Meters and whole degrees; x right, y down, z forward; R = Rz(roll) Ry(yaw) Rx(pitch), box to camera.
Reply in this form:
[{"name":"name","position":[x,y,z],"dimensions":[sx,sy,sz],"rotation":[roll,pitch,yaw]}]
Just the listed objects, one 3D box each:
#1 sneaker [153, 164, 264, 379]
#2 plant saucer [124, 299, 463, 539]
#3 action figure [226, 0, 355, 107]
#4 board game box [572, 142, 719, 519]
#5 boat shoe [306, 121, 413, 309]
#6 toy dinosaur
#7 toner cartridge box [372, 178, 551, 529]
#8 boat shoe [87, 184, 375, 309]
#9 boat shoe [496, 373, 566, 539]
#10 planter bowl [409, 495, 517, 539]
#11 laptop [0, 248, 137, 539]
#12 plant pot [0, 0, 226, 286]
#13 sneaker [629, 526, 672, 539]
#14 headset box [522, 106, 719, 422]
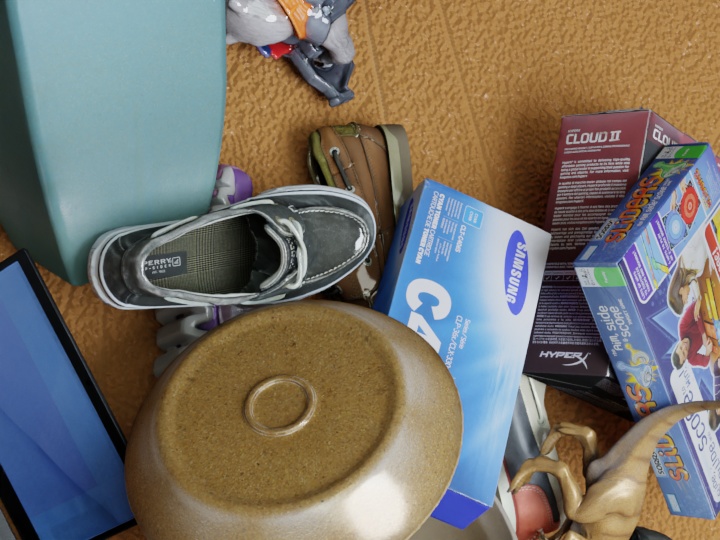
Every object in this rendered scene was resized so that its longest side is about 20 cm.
[{"name":"sneaker","position":[-0.083,0.034,1.096],"dimensions":[0.088,0.080,0.202],"rotation":[10,76,-29]},{"name":"plant saucer","position":[-0.042,0.086,0.964],"dimensions":[0.198,0.036,0.201],"rotation":[-7,48,7]},{"name":"action figure","position":[-0.035,-0.225,1.137],"dimensions":[0.200,0.104,0.194],"rotation":[46,62,-8]},{"name":"board game box","position":[0.211,0.039,1.092],"dimensions":[0.135,0.034,0.201],"rotation":[-46,123,-39]},{"name":"boat shoe","position":[0.000,0.000,1.132],"dimensions":[0.067,0.072,0.202],"rotation":[-1,71,-16]},{"name":"toy dinosaur","position":[0.158,0.133,1.075],"dimensions":[0.106,0.060,0.201],"rotation":[30,116,22]},{"name":"toner cartridge box","position":[0.052,0.048,1.053],"dimensions":[0.094,0.043,0.201],"rotation":[23,57,-12]},{"name":"boat shoe","position":[-0.063,-0.007,1.022],"dimensions":[0.199,0.071,0.073],"rotation":[-15,103,-34]},{"name":"boat shoe","position":[0.095,0.083,1.145],"dimensions":[0.062,0.071,0.202],"rotation":[-10,86,-25]},{"name":"planter bowl","position":[-0.018,0.196,1.036],"dimensions":[0.199,0.135,0.201],"rotation":[19,40,-17]},{"name":"laptop","position":[-0.252,0.116,1.011],"dimensions":[0.199,0.103,0.178],"rotation":[-28,90,-20]},{"name":"plant pot","position":[-0.165,-0.105,1.030],"dimensions":[0.141,0.141,0.202],"rotation":[-20,118,-31]},{"name":"sneaker","position":[0.156,0.255,1.138],"dimensions":[0.071,0.098,0.201],"rotation":[31,97,-23]},{"name":"headset box","position":[0.192,-0.008,1.154],"dimensions":[0.148,0.075,0.202],"rotation":[23,73,-47]}]
